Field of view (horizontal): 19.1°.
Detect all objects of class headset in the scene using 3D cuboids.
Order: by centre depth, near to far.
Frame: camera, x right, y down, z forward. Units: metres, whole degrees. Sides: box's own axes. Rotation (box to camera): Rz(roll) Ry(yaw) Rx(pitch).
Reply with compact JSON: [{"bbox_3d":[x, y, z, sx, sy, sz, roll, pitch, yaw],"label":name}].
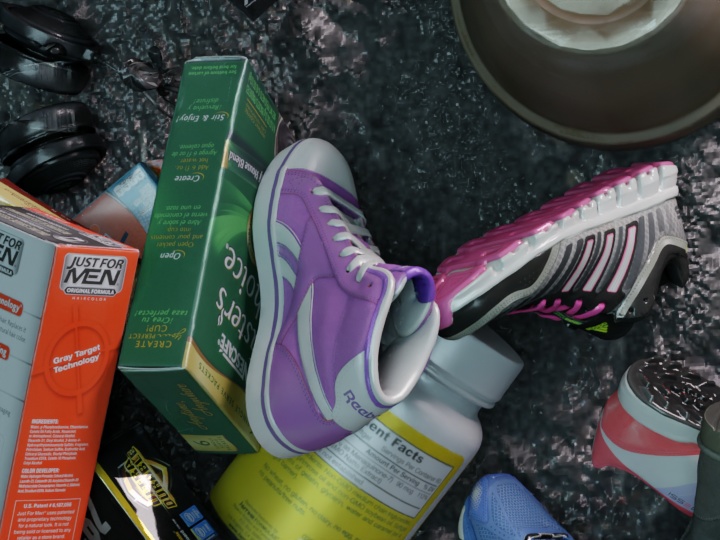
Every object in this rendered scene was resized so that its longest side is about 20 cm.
[{"bbox_3d":[-0.198,-0.106,1.308,0.200,0.094,0.124,-3,90,23],"label":"headset"}]

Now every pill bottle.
[{"bbox_3d":[0.000,0.105,1.258,0.114,0.114,0.200,38,97,9],"label":"pill bottle"}]

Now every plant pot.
[{"bbox_3d":[0.137,-0.172,1.200,0.200,0.174,0.200,0,89,12],"label":"plant pot"}]

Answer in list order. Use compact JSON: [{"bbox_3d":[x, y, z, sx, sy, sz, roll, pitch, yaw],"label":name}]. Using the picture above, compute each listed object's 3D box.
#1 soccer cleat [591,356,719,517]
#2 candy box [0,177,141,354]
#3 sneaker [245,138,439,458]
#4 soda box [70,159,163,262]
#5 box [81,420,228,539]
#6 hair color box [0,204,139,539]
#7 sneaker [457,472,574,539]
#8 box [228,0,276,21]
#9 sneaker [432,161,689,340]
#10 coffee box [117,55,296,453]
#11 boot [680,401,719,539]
[{"bbox_3d":[0.231,0.126,1.245,0.200,0.068,0.073,28,125,2],"label":"soccer cleat"},{"bbox_3d":[-0.216,0.060,1.261,0.115,0.055,0.200,31,99,1],"label":"candy box"},{"bbox_3d":[0.001,0.000,1.185,0.114,0.073,0.201,-27,50,37],"label":"sneaker"},{"bbox_3d":[-0.183,0.017,1.316,0.200,0.068,0.064,-40,89,9],"label":"soda box"},{"bbox_3d":[-0.132,0.199,1.259,0.160,0.049,0.200,53,143,8],"label":"box"},{"bbox_3d":[-0.192,0.071,1.178,0.101,0.061,0.200,21,103,44],"label":"hair color box"},{"bbox_3d":[0.133,0.181,1.218,0.200,0.078,0.089,48,128,33],"label":"sneaker"},{"bbox_3d":[-0.049,-0.279,1.265,0.193,0.048,0.200,-39,58,7],"label":"box"},{"bbox_3d":[0.120,0.006,1.216,0.074,0.200,0.088,-13,102,52],"label":"sneaker"},{"bbox_3d":[-0.080,-0.007,1.231,0.044,0.123,0.200,0,61,19],"label":"coffee box"},{"bbox_3d":[0.246,0.185,1.189,0.182,0.073,0.200,21,116,27],"label":"boot"}]
